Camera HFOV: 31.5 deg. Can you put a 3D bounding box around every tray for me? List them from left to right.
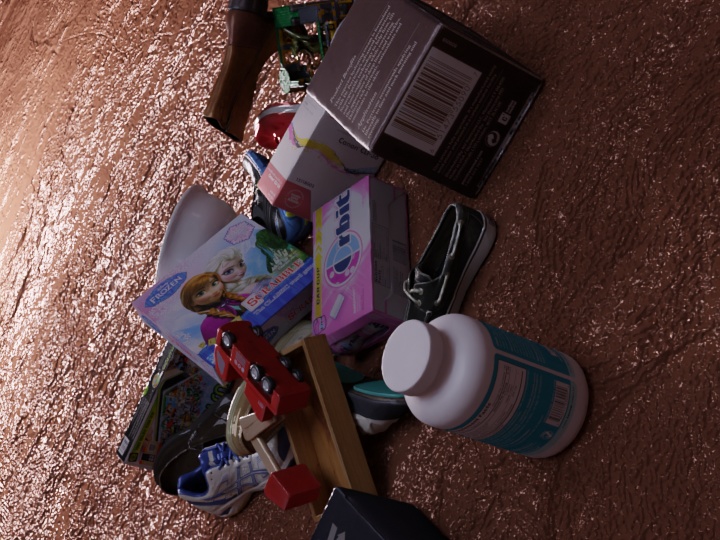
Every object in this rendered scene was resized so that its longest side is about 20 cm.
[{"bbox_3d":[-0.046,0.184,1.487,0.099,0.037,0.201,-31,73,53],"label":"tray"}]

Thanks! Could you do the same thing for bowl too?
[{"bbox_3d":[-0.216,-0.016,1.827,0.201,0.090,0.202,15,-90,-81],"label":"bowl"}]

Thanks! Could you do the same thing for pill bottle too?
[{"bbox_3d":[0.118,0.108,1.233,0.111,0.199,0.111,-30,49,42],"label":"pill bottle"}]

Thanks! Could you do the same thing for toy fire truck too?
[{"bbox_3d":[-0.111,0.167,1.500,0.200,0.049,0.142,43,131,39],"label":"toy fire truck"}]

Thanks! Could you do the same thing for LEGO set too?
[{"bbox_3d":[-0.034,-0.319,1.783,0.200,0.115,0.155,-4,98,64],"label":"LEGO set"}]

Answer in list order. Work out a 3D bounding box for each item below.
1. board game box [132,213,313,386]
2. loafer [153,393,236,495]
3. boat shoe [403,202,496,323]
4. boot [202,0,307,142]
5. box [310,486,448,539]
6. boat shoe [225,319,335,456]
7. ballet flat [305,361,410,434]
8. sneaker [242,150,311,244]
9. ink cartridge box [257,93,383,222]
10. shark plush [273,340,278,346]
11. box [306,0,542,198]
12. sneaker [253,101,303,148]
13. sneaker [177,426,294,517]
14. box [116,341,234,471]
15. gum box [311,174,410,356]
[{"bbox_3d":[-0.166,0.032,1.668,0.200,0.041,0.199,-41,45,-19],"label":"board game box"},{"bbox_3d":[-0.214,0.248,1.732,0.200,0.073,0.072,-48,37,28],"label":"loafer"},{"bbox_3d":[0.081,0.017,1.454,0.071,0.063,0.201,33,100,56],"label":"boat shoe"},{"bbox_3d":[-0.148,-0.283,1.846,0.068,0.188,0.201,9,84,19],"label":"boot"},{"bbox_3d":[0.020,0.362,1.309,0.197,0.117,0.201,36,104,55],"label":"box"},{"bbox_3d":[-0.095,0.144,1.586,0.066,0.074,0.201,4,55,46],"label":"boat shoe"},{"bbox_3d":[0.003,0.154,1.498,0.200,0.073,0.073,12,82,50],"label":"ballet flat"},{"bbox_3d":[-0.134,-0.100,1.808,0.083,0.071,0.200,-47,42,19],"label":"sneaker"},{"bbox_3d":[-0.032,-0.163,1.660,0.201,0.116,0.068,-60,34,14],"label":"ink cartridge box"},{"bbox_3d":[-0.180,0.060,1.726,0.199,0.083,0.091,23,86,29],"label":"shark plush"},{"bbox_3d":[0.071,-0.218,1.502,0.166,0.164,0.200,-60,35,15],"label":"box"},{"bbox_3d":[-0.092,-0.171,1.785,0.200,0.078,0.116,-13,61,52],"label":"sneaker"},{"bbox_3d":[-0.159,0.250,1.645,0.200,0.088,0.075,-47,38,27],"label":"sneaker"},{"bbox_3d":[-0.250,0.186,1.785,0.035,0.110,0.201,35,102,55],"label":"box"},{"bbox_3d":[0.000,0.000,1.573,0.113,0.066,0.201,-31,50,42],"label":"gum box"}]
